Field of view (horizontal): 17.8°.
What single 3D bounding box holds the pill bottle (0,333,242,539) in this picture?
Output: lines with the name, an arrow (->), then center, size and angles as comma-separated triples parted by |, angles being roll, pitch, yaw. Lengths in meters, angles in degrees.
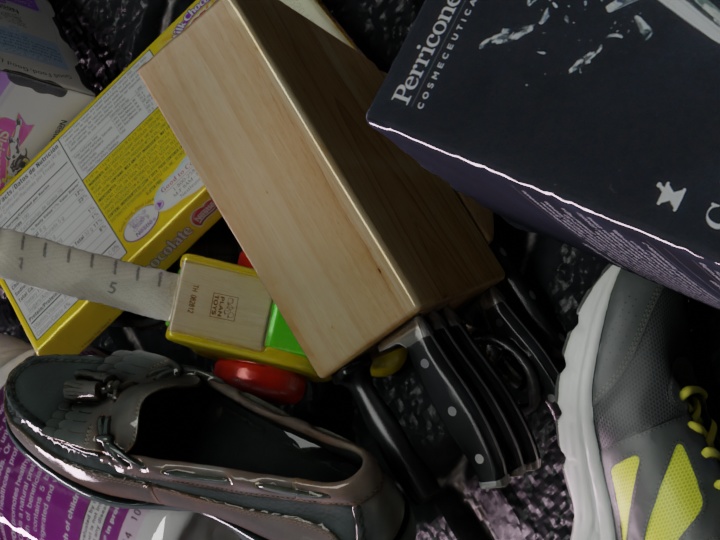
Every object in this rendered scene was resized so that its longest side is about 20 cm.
pill bottle -> -0.121, 0.098, 1.082 | 0.200, 0.112, 0.112 | 23, 103, 39

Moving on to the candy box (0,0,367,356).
candy box -> -0.091, -0.055, 1.063 | 0.200, 0.026, 0.102 | -43, 45, 9

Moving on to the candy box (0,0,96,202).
candy box -> -0.226, -0.085, 1.177 | 0.168, 0.072, 0.200 | -58, 39, 24

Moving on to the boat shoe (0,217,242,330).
boat shoe -> -0.133, -0.012, 1.133 | 0.201, 0.063, 0.074 | 9, 95, 43

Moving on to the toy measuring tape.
toy measuring tape -> -0.077, 0.016, 1.021 | 0.074, 0.200, 0.074 | -167, 90, -80

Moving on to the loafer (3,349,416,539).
loafer -> -0.067, 0.067, 0.962 | 0.200, 0.072, 0.063 | 19, 145, 25

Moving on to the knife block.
knife block -> 0.000, 0.000, 0.944 | 0.064, 0.200, 0.176 | -36, 36, 34

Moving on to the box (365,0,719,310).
box -> 0.144, -0.090, 0.816 | 0.197, 0.124, 0.200 | 24, 86, 41

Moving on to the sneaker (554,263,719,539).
sneaker -> 0.127, 0.089, 0.902 | 0.085, 0.074, 0.200 | 2, 94, 28
